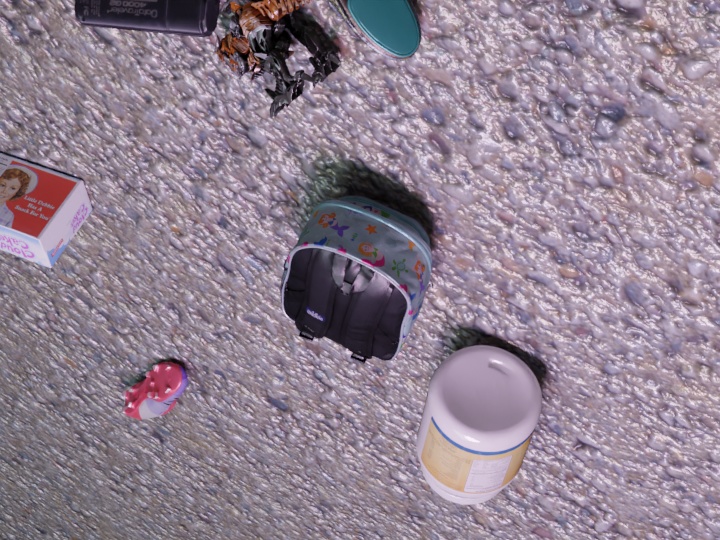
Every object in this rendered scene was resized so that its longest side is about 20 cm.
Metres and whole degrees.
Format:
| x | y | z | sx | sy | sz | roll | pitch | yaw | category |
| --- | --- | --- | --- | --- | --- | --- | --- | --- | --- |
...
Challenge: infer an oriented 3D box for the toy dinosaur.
| x | y | z | sx | sy | sz | roll | pitch | yaw | category |
| --- | --- | --- | --- | --- | --- | --- | --- | --- | --- |
| -0.096 | -0.249 | 1.676 | 0.136 | 0.102 | 0.200 | 53 | 168 | -3 | toy dinosaur |

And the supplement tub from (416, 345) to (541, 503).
| x | y | z | sx | sy | sz | roll | pitch | yaw | category |
| --- | --- | --- | --- | --- | --- | --- | --- | --- | --- |
| 0.150 | 0.205 | 2.018 | 0.144 | 0.145 | 0.201 | 25 | 148 | 10 | supplement tub |

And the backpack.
| x | y | z | sx | sy | sz | roll | pitch | yaw | category |
| --- | --- | --- | --- | --- | --- | --- | --- | --- | --- |
| 0.000 | 0.000 | 1.872 | 0.176 | 0.151 | 0.200 | 24 | 155 | 7 | backpack |

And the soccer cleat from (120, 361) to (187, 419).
| x | y | z | sx | sy | sz | roll | pitch | yaw | category |
| --- | --- | --- | --- | --- | --- | --- | --- | --- | --- |
| -0.319 | 0.197 | 2.521 | 0.076 | 0.067 | 0.200 | 12 | 154 | -32 | soccer cleat |

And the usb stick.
| x | y | z | sx | sy | sz | roll | pitch | yaw | category |
| --- | --- | --- | --- | --- | --- | --- | --- | --- | --- |
| -0.244 | -0.299 | 1.769 | 0.198 | 0.033 | 0.056 | 10 | 99 | 31 | usb stick |

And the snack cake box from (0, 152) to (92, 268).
| x | y | z | sx | sy | sz | roll | pitch | yaw | category |
| --- | --- | --- | --- | --- | --- | --- | --- | --- | --- |
| -0.496 | -0.094 | 2.206 | 0.199 | 0.115 | 0.067 | 19 | 147 | 21 | snack cake box |

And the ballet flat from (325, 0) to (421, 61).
| x | y | z | sx | sy | sz | roll | pitch | yaw | category |
| --- | --- | --- | --- | --- | --- | --- | --- | --- | --- |
| -0.015 | -0.294 | 1.575 | 0.074 | 0.074 | 0.200 | -14 | 125 | 49 | ballet flat |
